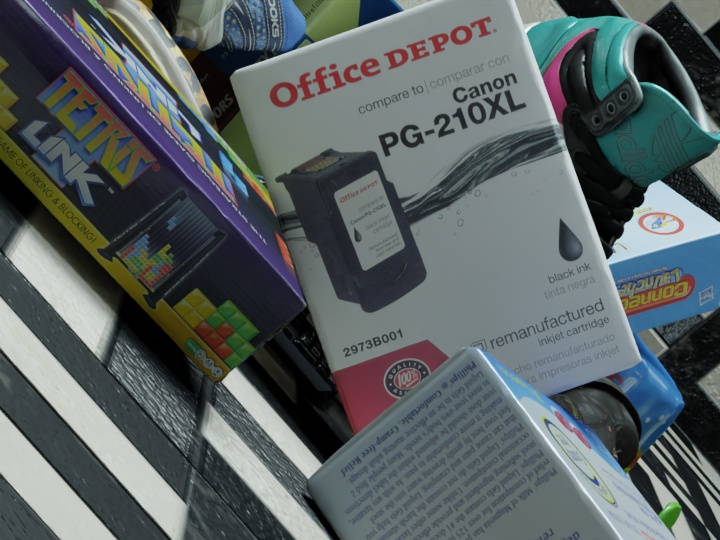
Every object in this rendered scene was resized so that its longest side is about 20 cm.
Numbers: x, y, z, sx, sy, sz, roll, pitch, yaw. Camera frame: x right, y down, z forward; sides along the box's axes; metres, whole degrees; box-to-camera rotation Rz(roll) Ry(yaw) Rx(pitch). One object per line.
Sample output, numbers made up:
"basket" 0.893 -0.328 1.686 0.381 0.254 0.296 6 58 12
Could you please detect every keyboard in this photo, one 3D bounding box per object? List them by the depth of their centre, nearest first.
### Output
"keyboard" -0.073 -0.017 1.463 0.200 0.021 0.127 50 7 -4

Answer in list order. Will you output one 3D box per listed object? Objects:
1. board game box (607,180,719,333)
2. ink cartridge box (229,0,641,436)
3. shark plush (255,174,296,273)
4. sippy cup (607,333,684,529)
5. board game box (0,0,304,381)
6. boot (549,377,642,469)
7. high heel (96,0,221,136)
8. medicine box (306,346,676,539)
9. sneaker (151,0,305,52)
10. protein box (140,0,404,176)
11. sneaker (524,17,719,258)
"board game box" 0.082 -0.022 1.670 0.196 0.200 0.056 42 -43 47
"ink cartridge box" 0.036 -0.027 1.366 0.084 0.145 0.200 -31 102 -88
"shark plush" 0.000 0.000 1.466 0.200 0.083 0.091 17 53 -42
"sippy cup" 0.120 0.085 1.697 0.178 0.130 0.140 48 6 -15
"board game box" -0.115 -0.064 1.223 0.200 0.057 0.165 48 6 -20
"boot" 0.128 0.133 1.494 0.200 0.069 0.174 19 31 -55
"high heel" -0.125 -0.116 1.413 0.200 0.071 0.143 42 12 7
"medicine box" 0.096 0.156 1.263 0.200 0.103 0.182 53 7 25
"sneaker" -0.049 -0.200 1.419 0.085 0.200 0.077 14 -12 -18
"protein box" -0.038 -0.108 1.552 0.199 0.135 0.200 40 3 -44
"sneaker" 0.128 -0.047 1.445 0.084 0.121 0.200 26 60 -44
